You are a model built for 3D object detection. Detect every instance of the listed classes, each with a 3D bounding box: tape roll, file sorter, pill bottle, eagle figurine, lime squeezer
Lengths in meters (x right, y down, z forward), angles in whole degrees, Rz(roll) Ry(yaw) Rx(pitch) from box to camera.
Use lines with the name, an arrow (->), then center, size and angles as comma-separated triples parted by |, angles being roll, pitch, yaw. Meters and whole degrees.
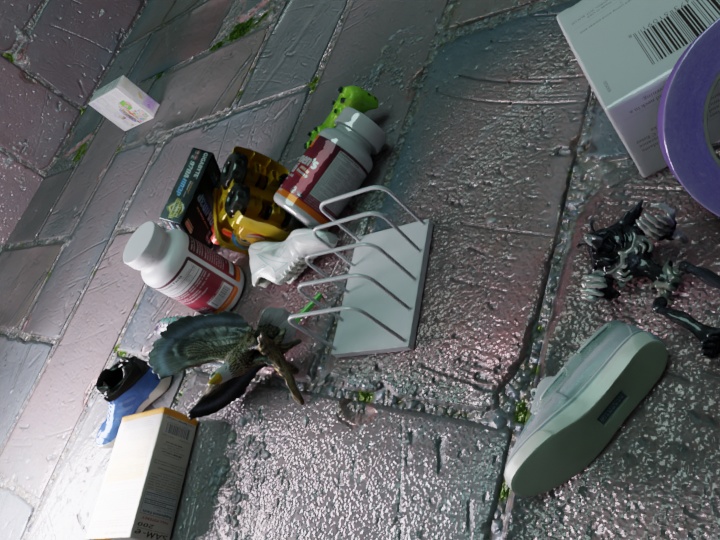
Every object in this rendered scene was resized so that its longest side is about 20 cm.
tape roll -> 0.369, -0.138, 0.526 | 0.199, 0.085, 0.201 | 6, 105, 22
file sorter -> 0.000, 0.000, 0.844 | 0.138, 0.124, 0.201 | -12, 54, 38
pill bottle -> -0.049, -0.169, 1.028 | 0.200, 0.109, 0.109 | -55, 39, -2
eagle figurine -> -0.195, 0.136, 0.904 | 0.199, 0.151, 0.152 | -14, 72, 31
pill bottle -> -0.317, -0.003, 1.095 | 0.113, 0.200, 0.113 | -25, 46, 29
lime squeezer -> -0.139, 0.104, 0.983 | 0.200, 0.038, 0.071 | -30, 13, 26

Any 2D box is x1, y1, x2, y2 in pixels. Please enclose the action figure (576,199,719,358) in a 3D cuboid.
action figure -> 0.279, -0.006, 0.597 | 0.119, 0.102, 0.200 | -59, 40, 10

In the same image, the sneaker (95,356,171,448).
sneaker -> -0.455, 0.239, 1.121 | 0.200, 0.111, 0.077 | -45, 40, 10

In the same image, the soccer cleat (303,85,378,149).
soccer cleat -> -0.040, -0.257, 1.122 | 0.200, 0.081, 0.068 | -44, 43, 46

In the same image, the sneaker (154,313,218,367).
sneaker -> -0.315, 0.132, 1.097 | 0.199, 0.074, 0.088 | -12, 59, 38

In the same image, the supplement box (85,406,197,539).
supplement box -> -0.349, 0.335, 0.977 | 0.126, 0.073, 0.201 | -18, 50, 34

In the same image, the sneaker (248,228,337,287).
sneaker -> -0.113, -0.018, 1.024 | 0.200, 0.070, 0.081 | -16, 67, 40

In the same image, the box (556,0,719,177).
box -> 0.357, -0.250, 0.674 | 0.199, 0.131, 0.201 | -29, 44, 26

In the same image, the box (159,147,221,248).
box -> -0.322, -0.123, 1.205 | 0.046, 0.200, 0.160 | 17, 68, 5

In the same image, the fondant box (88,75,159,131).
fondant box -> -0.773, -0.543, 1.980 | 0.199, 0.144, 0.058 | -4, 58, 43

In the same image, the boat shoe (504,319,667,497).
boat shoe -> 0.209, 0.132, 0.597 | 0.201, 0.070, 0.072 | -47, 28, 1

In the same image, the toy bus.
toy bus -> -0.219, -0.100, 1.139 | 0.192, 0.135, 0.200 | -46, 40, 30
